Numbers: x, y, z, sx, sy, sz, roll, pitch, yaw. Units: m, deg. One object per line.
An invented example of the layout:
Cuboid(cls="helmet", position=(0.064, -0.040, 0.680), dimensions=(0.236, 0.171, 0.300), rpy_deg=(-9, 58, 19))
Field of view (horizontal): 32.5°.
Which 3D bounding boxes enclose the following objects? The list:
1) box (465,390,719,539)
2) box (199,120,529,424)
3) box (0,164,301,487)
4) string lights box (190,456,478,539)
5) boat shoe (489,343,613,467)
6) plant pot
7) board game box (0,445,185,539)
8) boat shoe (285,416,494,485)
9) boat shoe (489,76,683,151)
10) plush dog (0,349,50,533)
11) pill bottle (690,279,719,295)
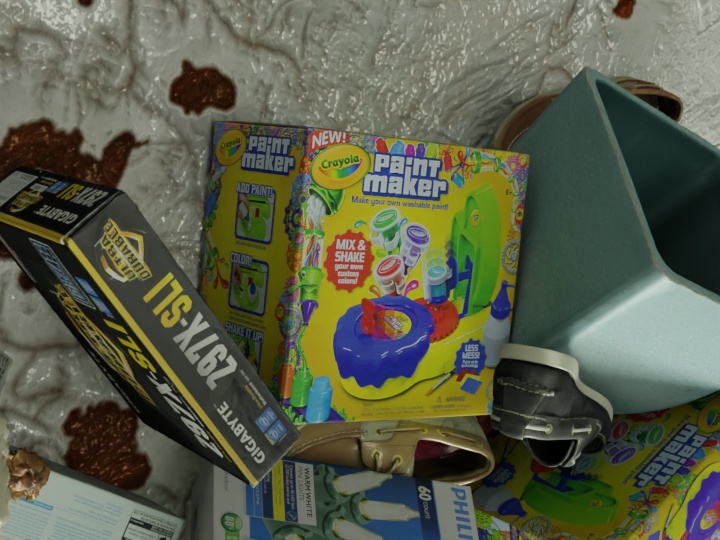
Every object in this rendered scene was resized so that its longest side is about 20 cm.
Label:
Cuboid(cls="box", position=(0.210, 0.191, 1.018), dimensions=(0.200, 0.192, 0.123), rpy_deg=(-38, 118, -26))
Cuboid(cls="box", position=(0.000, 0.000, 0.884), dimensions=(0.199, 0.122, 0.194), rpy_deg=(1, 96, -37))
Cuboid(cls="box", position=(-0.139, 0.031, 0.763), dimensions=(0.049, 0.159, 0.201), rpy_deg=(-45, 121, -22))
Cuboid(cls="string lights box", position=(-0.016, 0.193, 0.864), dimensions=(0.198, 0.103, 0.059), rpy_deg=(12, 133, -19))
Cuboid(cls="boat shoe", position=(0.137, 0.110, 0.897), dimensions=(0.200, 0.071, 0.068), rpy_deg=(42, 55, -61))
Cuboid(cls="plant pot", position=(0.185, 0.006, 0.961), dimensions=(0.195, 0.200, 0.198), rpy_deg=(23, 42, -37))
Cuboid(cls="board game box", position=(-0.221, 0.226, 0.795), dimensions=(0.147, 0.064, 0.201), rpy_deg=(30, 78, -35))
Cuboid(cls="boat shoe", position=(0.019, 0.140, 0.941), dimensions=(0.199, 0.066, 0.074), rpy_deg=(-6, 129, -32))
Cuboid(cls="boat shoe", position=(0.192, -0.118, 1.036), dimensions=(0.199, 0.072, 0.076), rpy_deg=(-28, 113, -30))
Cuboid(cls="plush dog", position=(-0.283, 0.125, 0.683), dimensions=(0.160, 0.170, 0.202), rpy_deg=(39, 35, -70))
Cuboid(cls="pill bottle", position=(0.291, 0.038, 1.056), dimensions=(0.106, 0.199, 0.107), rpy_deg=(-9, 105, -37))
